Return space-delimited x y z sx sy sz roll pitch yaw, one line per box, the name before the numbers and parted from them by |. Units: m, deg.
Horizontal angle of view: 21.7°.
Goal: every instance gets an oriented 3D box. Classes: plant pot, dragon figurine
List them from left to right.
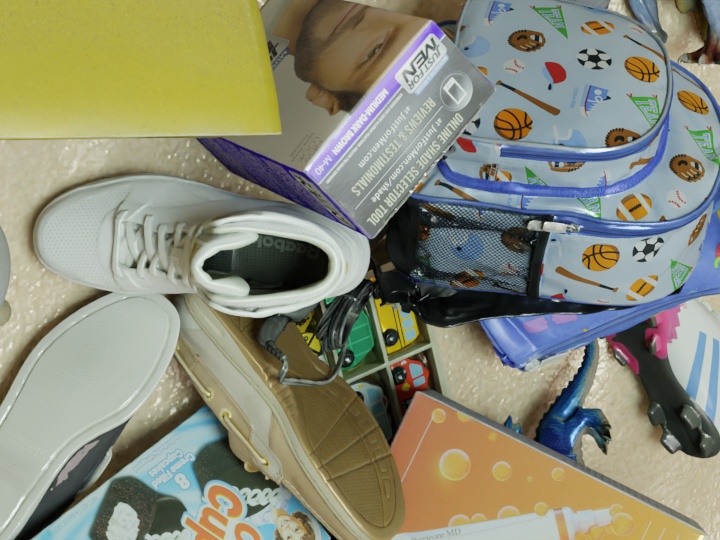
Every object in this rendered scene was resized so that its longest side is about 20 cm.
plant pot | -0.171 -0.157 0.990 0.199 0.200 0.177 -3 95 -28
dragon figurine | 0.122 0.130 1.292 0.099 0.059 0.201 0 82 4

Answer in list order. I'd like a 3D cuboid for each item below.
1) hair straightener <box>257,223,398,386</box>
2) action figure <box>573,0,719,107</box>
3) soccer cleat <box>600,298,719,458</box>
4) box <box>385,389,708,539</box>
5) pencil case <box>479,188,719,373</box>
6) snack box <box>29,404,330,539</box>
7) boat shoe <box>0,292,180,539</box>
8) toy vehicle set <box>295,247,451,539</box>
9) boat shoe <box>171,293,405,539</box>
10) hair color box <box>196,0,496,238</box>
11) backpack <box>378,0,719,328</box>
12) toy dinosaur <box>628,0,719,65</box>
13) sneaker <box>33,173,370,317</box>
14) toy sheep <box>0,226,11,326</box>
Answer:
hair straightener | 0.000 0.000 1.158 0.077 0.041 0.200 44 51 -17
action figure | 0.168 -0.110 1.234 0.200 0.130 0.069 42 51 -17
soccer cleat | 0.222 0.042 1.340 0.086 0.070 0.200 -46 123 -31
box | 0.102 0.174 1.191 0.200 0.097 0.125 25 90 8
pencil case | 0.166 0.003 1.230 0.200 0.087 0.078 -22 157 18
snack box | -0.121 0.176 1.123 0.116 0.037 0.200 50 49 3
boat shoe | -0.179 0.098 1.129 0.200 0.074 0.060 -55 167 -13
toy vehicle set | 0.000 0.095 1.246 0.124 0.026 0.201 -23 114 -22
boat shoe | -0.050 0.090 1.152 0.200 0.069 0.074 55 37 8
hair color box | -0.021 -0.096 1.077 0.109 0.200 0.065 -50 120 -8
backpack | 0.121 -0.069 1.118 0.190 0.200 0.154 13 143 -2
toy dinosaur | 0.196 -0.227 1.256 0.200 0.105 0.182 -16 105 -61
sneaker | -0.099 -0.016 1.064 0.199 0.116 0.074 3 94 6
toy sheep | -0.259 0.000 1.020 0.138 0.138 0.200 -61 152 0
